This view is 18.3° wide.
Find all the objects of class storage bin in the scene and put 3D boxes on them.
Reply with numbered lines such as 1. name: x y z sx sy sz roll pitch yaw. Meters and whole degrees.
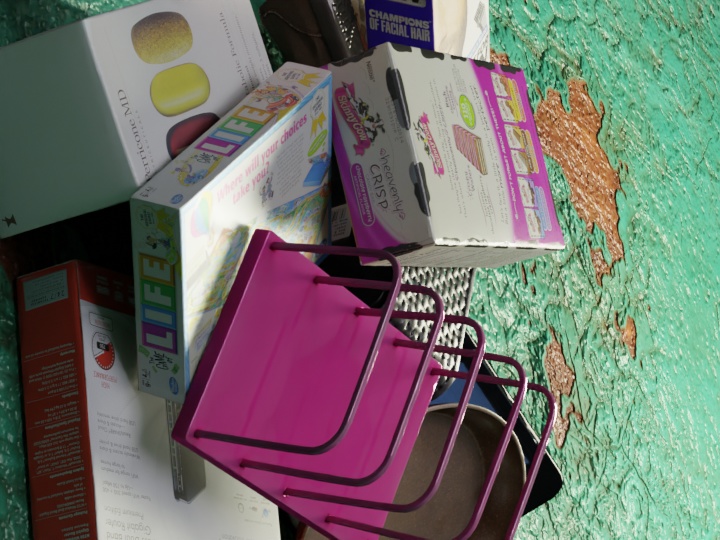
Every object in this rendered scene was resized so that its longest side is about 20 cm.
1. storage bin: 0.000 0.000 1.578 0.094 0.135 0.201 52 35 -36

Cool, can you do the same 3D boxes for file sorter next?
1. file sorter: 0.013 0.085 1.364 0.200 0.125 0.139 39 66 -45

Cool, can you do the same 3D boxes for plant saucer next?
1. plant saucer: 0.028 0.175 1.547 0.200 0.034 0.201 -19 125 -30

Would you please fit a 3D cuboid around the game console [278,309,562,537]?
1. game console: 0.049 0.161 1.618 0.200 0.170 0.118 55 7 -32

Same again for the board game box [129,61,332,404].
1. board game box: -0.075 -0.027 1.375 0.200 0.034 0.135 -47 145 -51

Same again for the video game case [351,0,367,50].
1. video game case: -0.017 -0.221 1.782 0.182 0.023 0.201 -36 108 -60

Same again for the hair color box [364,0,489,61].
1. hair color box: 0.054 -0.184 1.744 0.201 0.065 0.109 84 29 -43

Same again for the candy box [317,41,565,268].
1. candy box: 0.057 -0.073 1.509 0.200 0.061 0.137 3 73 -60

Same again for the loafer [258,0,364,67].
1. loafer: -0.023 -0.129 1.679 0.073 0.071 0.201 -65 139 -65

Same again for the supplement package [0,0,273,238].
1. supplement package: -0.146 -0.104 1.392 0.200 0.109 0.114 -32 105 -61

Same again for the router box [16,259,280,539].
1. router box: -0.128 0.102 1.387 0.200 0.049 0.180 20 59 -57
